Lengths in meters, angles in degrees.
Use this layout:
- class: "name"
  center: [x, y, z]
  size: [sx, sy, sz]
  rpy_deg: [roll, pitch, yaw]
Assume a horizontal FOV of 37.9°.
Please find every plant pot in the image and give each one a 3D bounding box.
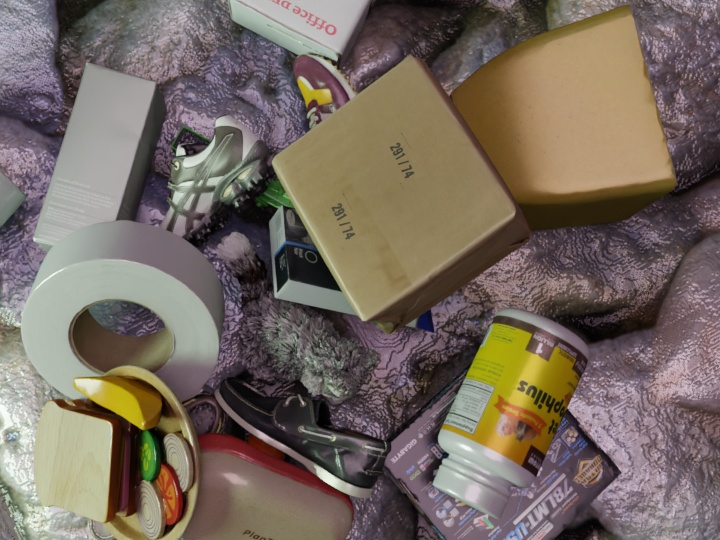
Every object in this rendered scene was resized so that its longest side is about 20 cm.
- class: "plant pot"
  center: [0.196, -0.143, 1.135]
  size: [0.198, 0.196, 0.196]
  rpy_deg: [-13, 83, -4]

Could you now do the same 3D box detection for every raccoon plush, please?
- class: "raccoon plush"
  center: [-0.069, 0.059, 1.084]
  size: [0.097, 0.133, 0.200]
  rpy_deg: [-54, 127, -27]

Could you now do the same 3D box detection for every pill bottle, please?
- class: "pill bottle"
  center: [0.151, 0.148, 1.086]
  size: [0.109, 0.109, 0.201]
  rpy_deg: [27, 80, -1]

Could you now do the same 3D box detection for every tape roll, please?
- class: "tape roll"
  center: [-0.239, 0.051, 1.075]
  size: [0.200, 0.071, 0.204]
  rpy_deg: [-1, 125, -1]

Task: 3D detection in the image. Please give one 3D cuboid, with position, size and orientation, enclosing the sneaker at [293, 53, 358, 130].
- class: "sneaker"
  center: [-0.032, -0.147, 1.175]
  size: [0.090, 0.075, 0.201]
  rpy_deg: [-34, 85, -13]

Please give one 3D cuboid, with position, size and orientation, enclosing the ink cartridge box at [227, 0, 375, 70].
- class: "ink cartridge box"
  center: [-0.044, -0.349, 1.196]
  size: [0.144, 0.083, 0.201]
  rpy_deg: [27, 81, -1]

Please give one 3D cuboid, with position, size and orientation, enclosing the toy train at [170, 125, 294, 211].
- class: "toy train"
  center: [-0.122, -0.101, 1.170]
  size: [0.199, 0.056, 0.042]
  rpy_deg: [28, 81, 0]

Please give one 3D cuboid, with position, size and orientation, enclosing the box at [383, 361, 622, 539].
- class: "box"
  center: [0.149, 0.213, 1.154]
  size: [0.200, 0.050, 0.199]
  rpy_deg: [-41, 88, -9]

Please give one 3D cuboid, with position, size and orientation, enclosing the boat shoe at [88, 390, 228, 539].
- class: "boat shoe"
  center: [-0.219, 0.211, 1.118]
  size: [0.072, 0.060, 0.200]
  rpy_deg: [43, 81, 2]

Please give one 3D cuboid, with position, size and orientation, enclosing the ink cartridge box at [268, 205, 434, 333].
- class: "ink cartridge box"
  center: [0.000, 0.000, 1.118]
  size: [0.199, 0.039, 0.100]
  rpy_deg: [14, 49, -29]

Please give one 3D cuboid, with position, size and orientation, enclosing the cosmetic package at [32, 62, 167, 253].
- class: "cosmetic package"
  center: [-0.277, -0.109, 1.134]
  size: [0.089, 0.107, 0.202]
  rpy_deg: [12, 80, -3]

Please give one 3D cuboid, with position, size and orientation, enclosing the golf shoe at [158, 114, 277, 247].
- class: "golf shoe"
  center: [-0.176, -0.085, 1.127]
  size: [0.200, 0.078, 0.095]
  rpy_deg: [-39, 90, 22]

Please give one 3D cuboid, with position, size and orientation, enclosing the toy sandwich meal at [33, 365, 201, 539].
- class: "toy sandwich meal"
  center: [-0.240, 0.186, 1.031]
  size: [0.204, 0.070, 0.207]
  rpy_deg: [3, 95, 39]

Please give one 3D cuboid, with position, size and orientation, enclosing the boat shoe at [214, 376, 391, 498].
- class: "boat shoe"
  center: [-0.061, 0.159, 1.096]
  size: [0.199, 0.072, 0.068]
  rpy_deg: [28, 99, 16]

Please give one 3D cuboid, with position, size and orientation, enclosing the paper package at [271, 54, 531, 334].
- class: "paper package"
  center: [0.039, -0.071, 1.030]
  size: [0.190, 0.103, 0.201]
  rpy_deg: [-35, 72, 9]

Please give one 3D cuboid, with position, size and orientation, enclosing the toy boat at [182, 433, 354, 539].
- class: "toy boat"
  center: [-0.107, 0.225, 1.101]
  size: [0.199, 0.131, 0.131]
  rpy_deg: [28, 121, -25]

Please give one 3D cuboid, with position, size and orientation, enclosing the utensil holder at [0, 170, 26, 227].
- class: "utensil holder"
  center: [-0.472, -0.058, 1.080]
  size: [0.170, 0.170, 0.200]
  rpy_deg: [41, 80, 2]
